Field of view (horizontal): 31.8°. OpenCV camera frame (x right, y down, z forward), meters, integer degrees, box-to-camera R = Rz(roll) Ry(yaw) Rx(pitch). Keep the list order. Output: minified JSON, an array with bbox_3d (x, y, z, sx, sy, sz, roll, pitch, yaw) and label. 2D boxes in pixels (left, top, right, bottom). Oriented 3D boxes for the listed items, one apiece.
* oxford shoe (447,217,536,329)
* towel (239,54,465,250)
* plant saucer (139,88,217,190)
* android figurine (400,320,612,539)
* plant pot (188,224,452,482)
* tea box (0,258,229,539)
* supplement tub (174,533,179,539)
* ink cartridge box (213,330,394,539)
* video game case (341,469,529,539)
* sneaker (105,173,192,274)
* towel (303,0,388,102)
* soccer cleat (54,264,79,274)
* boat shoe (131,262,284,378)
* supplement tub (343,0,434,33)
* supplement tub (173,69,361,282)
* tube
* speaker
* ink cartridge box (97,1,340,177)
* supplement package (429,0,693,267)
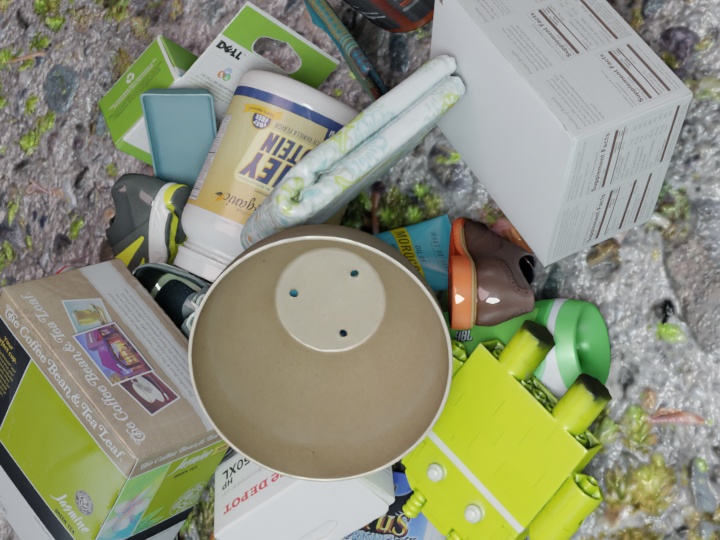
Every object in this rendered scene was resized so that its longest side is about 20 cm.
[{"bbox_3d":[0.109,0.003,1.058,0.072,0.200,0.072,1,110,4],"label":"oxford shoe"},{"bbox_3d":[-0.010,-0.092,1.062,0.200,0.171,0.048,-40,89,-18],"label":"towel"},{"bbox_3d":[-0.172,-0.106,1.262,0.069,0.201,0.019,0,49,1],"label":"plant saucer"},{"bbox_3d":[0.107,0.143,1.007,0.182,0.041,0.200,47,115,22],"label":"android figurine"},{"bbox_3d":[-0.027,0.047,1.005,0.199,0.135,0.202,1,110,3],"label":"plant pot"},{"bbox_3d":[-0.236,0.135,1.111,0.200,0.133,0.197,47,128,20],"label":"tea box"},{"bbox_3d":[-0.240,0.268,1.255,0.122,0.122,0.201,-14,71,33],"label":"supplement tub"},{"bbox_3d":[-0.054,0.145,1.130,0.144,0.084,0.201,-36,36,24],"label":"ink cartridge box"},{"bbox_3d":[0.046,0.269,1.096,0.199,0.045,0.183,3,80,37],"label":"video game case"},{"bbox_3d":[-0.220,-0.019,1.301,0.084,0.074,0.201,28,127,16],"label":"sneaker"},{"bbox_3d":[-0.019,-0.218,1.203,0.022,0.147,0.201,-34,60,4],"label":"towel"},{"bbox_3d":[-0.335,0.095,1.407,0.085,0.069,0.201,22,95,29],"label":"soccer cleat"},{"bbox_3d":[-0.143,0.048,1.125,0.073,0.062,0.200,-53,44,-4],"label":"boat shoe"},{"bbox_3d":[0.001,-0.304,1.169,0.106,0.200,0.108,-9,72,29],"label":"supplement tub"},{"bbox_3d":[-0.084,-0.073,1.205,0.144,0.144,0.201,21,87,37],"label":"supplement tub"},{"bbox_3d":[0.000,0.000,1.131,0.050,0.199,0.078,116,139,-62],"label":"tube"},{"bbox_3d":[0.107,0.074,1.075,0.199,0.088,0.089,-9,74,34],"label":"speaker"},{"bbox_3d":[-0.142,-0.188,1.279,0.200,0.147,0.076,-44,50,18],"label":"ink cartridge box"},{"bbox_3d":[0.152,-0.137,1.032,0.110,0.156,0.200,-22,57,-17],"label":"supplement package"}]
